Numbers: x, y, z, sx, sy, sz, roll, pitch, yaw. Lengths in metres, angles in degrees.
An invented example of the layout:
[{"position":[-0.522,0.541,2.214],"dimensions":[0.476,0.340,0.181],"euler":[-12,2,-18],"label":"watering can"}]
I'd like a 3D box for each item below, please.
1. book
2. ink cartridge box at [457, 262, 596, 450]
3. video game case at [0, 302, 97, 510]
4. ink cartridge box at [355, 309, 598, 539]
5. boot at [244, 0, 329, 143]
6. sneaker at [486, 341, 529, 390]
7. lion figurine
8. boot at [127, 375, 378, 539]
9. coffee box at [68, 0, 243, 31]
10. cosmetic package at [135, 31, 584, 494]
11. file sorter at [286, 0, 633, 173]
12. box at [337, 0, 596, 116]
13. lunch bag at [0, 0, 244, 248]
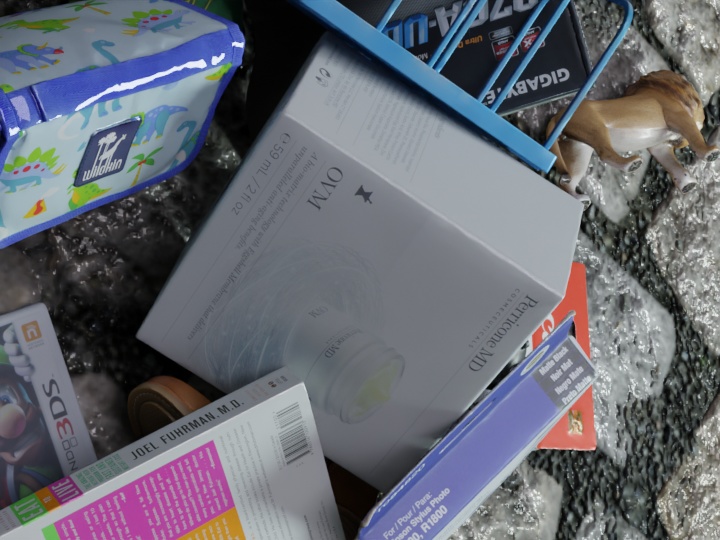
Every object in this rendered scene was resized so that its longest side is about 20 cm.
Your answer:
[{"position":[-0.109,0.159,0.926],"dimensions":[0.199,0.048,0.134],"euler":[-25,121,-22],"label":"book"},{"position":[0.124,0.058,1.207],"dimensions":[0.199,0.057,0.164],"euler":[5,78,-33],"label":"ink cartridge box"},{"position":[-0.245,0.134,0.912],"dimensions":[0.199,0.023,0.183],"euler":[-21,94,-39],"label":"video game case"},{"position":[0.073,0.132,1.027],"dimensions":[0.200,0.200,0.041],"euler":[-43,78,-15],"label":"ink cartridge box"},{"position":[-0.043,-0.153,1.085],"dimensions":[0.076,0.073,0.201],"euler":[-73,160,-66],"label":"boot"},{"position":[0.036,0.012,1.105],"dimensions":[0.200,0.098,0.071],"euler":[40,75,-14],"label":"sneaker"},{"position":[0.221,-0.119,1.302],"dimensions":[0.199,0.073,0.123],"euler":[-5,50,-33],"label":"lion figurine"},{"position":[-0.053,0.097,1.039],"dimensions":[0.200,0.077,0.156],"euler":[44,56,-21],"label":"boot"},{"position":[-0.135,-0.247,1.030],"dimensions":[0.123,0.044,0.201],"euler":[-5,100,-42],"label":"coffee box"},{"position":[0.000,0.000,0.970],"dimensions":[0.199,0.200,0.123],"euler":[32,34,-7],"label":"cosmetic package"},{"position":[0.052,-0.177,0.980],"dimensions":[0.200,0.139,0.123],"euler":[32,96,-25],"label":"file sorter"},{"position":[0.054,-0.180,1.113],"dimensions":[0.046,0.199,0.160],"euler":[-23,98,-77],"label":"box"},{"position":[-0.183,-0.092,0.892],"dimensions":[0.170,0.200,0.128],"euler":[-27,99,-39],"label":"lunch bag"}]
